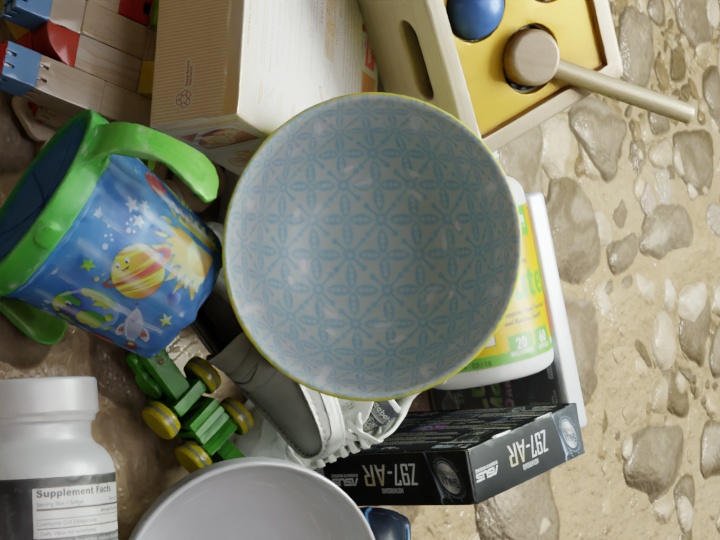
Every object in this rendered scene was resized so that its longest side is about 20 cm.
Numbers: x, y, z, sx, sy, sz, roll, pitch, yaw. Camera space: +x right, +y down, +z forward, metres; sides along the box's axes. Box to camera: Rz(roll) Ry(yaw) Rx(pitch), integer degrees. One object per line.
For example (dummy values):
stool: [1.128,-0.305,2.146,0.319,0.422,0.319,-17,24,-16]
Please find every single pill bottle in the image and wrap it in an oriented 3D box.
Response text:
pill bottle: [-0.215,0.173,1.026,0.116,0.115,0.203,2,82,-49]
pill bottle: [0.086,-0.013,1.281,0.111,0.110,0.203,-16,97,-49]

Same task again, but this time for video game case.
video game case: [0.110,0.040,1.378,0.023,0.181,0.203,-15,96,-36]

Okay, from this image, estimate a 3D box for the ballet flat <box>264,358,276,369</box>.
ballet flat: [0.000,0.000,1.167,0.068,0.067,0.200,44,79,-1]

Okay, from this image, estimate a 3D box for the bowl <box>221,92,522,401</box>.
bowl: [0.008,-0.013,1.075,0.108,0.197,0.203,67,18,-87]

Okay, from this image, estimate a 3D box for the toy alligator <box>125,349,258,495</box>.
toy alligator: [-0.143,0.089,1.175,0.059,0.054,0.201,-46,111,-26]

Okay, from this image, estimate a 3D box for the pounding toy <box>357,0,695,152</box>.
pounding toy: [0.122,-0.175,1.180,0.183,0.142,0.202,-31,119,-22]

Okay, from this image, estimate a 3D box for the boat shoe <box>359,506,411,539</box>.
boat shoe: [0.029,0.299,1.314,0.068,0.084,0.203,5,83,-37]

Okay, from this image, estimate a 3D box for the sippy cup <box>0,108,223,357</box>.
sippy cup: [-0.166,-0.015,1.048,0.130,0.177,0.141,35,74,-22]

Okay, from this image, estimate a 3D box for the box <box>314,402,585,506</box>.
box: [0.057,0.149,1.284,0.159,0.198,0.044,-14,95,-50]

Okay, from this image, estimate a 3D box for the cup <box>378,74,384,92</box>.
cup: [0.021,-0.217,1.330,0.200,0.199,0.144,47,23,-34]

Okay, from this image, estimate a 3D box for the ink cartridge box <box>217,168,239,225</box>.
ink cartridge box: [-0.024,-0.008,1.301,0.199,0.085,0.148,23,67,-43]

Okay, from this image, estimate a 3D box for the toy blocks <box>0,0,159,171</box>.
toy blocks: [-0.198,-0.180,1.110,0.136,0.099,0.202,20,68,-34]

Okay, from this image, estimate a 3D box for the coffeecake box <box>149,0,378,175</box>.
coffeecake box: [-0.062,-0.148,1.130,0.200,0.072,0.156,27,62,-59]

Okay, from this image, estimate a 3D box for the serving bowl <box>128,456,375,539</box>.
serving bowl: [-0.088,0.228,1.163,0.198,0.066,0.203,-4,102,-18]

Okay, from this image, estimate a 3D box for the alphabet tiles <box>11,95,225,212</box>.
alphabet tiles: [-0.175,-0.124,1.196,0.196,0.014,0.201,-48,120,-42]

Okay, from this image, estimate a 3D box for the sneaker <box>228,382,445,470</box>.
sneaker: [-0.025,0.114,1.226,0.200,0.081,0.077,-41,138,-2]

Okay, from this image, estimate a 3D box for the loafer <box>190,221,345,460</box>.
loafer: [-0.085,0.059,1.169,0.201,0.070,0.070,54,41,4]
